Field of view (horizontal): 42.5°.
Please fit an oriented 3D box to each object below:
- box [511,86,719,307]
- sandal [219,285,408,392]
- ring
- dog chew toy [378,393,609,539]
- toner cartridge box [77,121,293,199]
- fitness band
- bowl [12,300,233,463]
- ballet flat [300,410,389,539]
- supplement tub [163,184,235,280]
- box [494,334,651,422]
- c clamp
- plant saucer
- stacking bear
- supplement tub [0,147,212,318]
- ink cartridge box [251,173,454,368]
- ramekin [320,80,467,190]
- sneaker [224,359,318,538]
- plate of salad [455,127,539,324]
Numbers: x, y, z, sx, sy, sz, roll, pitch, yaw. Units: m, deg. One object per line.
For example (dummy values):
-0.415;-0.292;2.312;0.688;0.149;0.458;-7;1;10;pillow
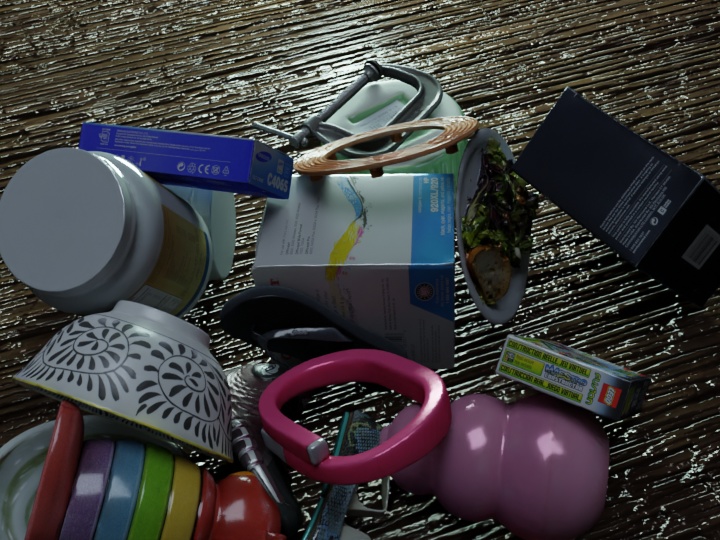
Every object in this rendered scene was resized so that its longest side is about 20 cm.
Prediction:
0.287;-0.072;0.964;0.105;0.198;0.182;-53;51;13;box
-0.042;0.072;0.900;0.196;0.077;0.043;20;40;-12;sandal
0.027;-0.125;0.956;0.196;0.020;0.201;-13;16;4;ring
0.113;0.164;0.807;0.195;0.126;0.126;7;46;12;dog chew toy
-0.174;-0.109;0.923;0.196;0.095;0.044;9;89;20;toner cartridge box
-0.008;0.119;0.802;0.142;0.038;0.199;-27;22;-25;fitness band
-0.185;0.086;0.794;0.197;0.201;0.096;15;75;18;bowl
-0.012;0.214;0.815;0.073;0.075;0.202;11;51;15;ballet flat
-0.249;-0.054;1.048;0.195;0.134;0.134;-1;45;5;supplement tub
0.198;0.095;0.836;0.108;0.199;0.035;20;92;22;box
-0.004;-0.197;1.098;0.169;0.027;0.199;30;56;30;c clamp
-0.240;0.214;0.821;0.195;0.051;0.202;10;33;-7;plant saucer
-0.158;0.193;0.741;0.196;0.122;0.116;16;61;-16;stacking bear
-0.235;-0.026;0.872;0.141;0.200;0.148;-2;79;11;supplement tub
0.000;0.000;0.961;0.195;0.149;0.146;0;43;5;ink cartridge box
0.041;-0.142;1.130;0.195;0.099;0.203;-3;46;3;ramekin
-0.076;0.149;0.877;0.114;0.077;0.200;-23;47;-21;sneaker
0.149;-0.046;0.960;0.047;0.202;0.202;-4;40;31;plate of salad
